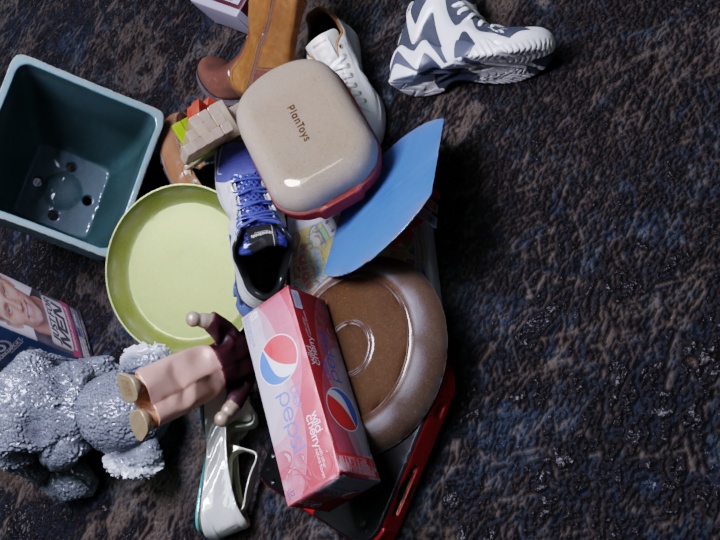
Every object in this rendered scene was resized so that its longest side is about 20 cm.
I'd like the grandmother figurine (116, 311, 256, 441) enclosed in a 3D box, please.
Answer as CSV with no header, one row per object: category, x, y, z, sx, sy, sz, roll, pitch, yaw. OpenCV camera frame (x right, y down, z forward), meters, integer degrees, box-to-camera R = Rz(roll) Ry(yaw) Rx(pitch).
grandmother figurine,-0.155,0.100,1.043,0.060,0.198,0.123,4,109,51

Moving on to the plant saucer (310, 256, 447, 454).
plant saucer,-0.004,0.080,0.980,0.198,0.032,0.204,-14,66,33

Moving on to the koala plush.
koala plush,-0.303,0.167,1.131,0.197,0.184,0.180,-1,68,21

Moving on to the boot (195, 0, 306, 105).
boot,-0.137,-0.289,1.196,0.188,0.068,0.203,41,137,40

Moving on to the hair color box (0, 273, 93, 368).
hair color box,-0.430,0.068,1.229,0.060,0.199,0.101,-39,53,13

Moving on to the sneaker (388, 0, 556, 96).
sneaker,0.121,-0.271,1.074,0.197,0.079,0.132,-6,74,44

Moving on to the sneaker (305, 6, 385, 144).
sneaker,-0.030,-0.223,1.158,0.072,0.084,0.202,-29,57,19

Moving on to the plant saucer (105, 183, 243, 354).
plant saucer,-0.205,0.000,1.167,0.196,0.031,0.204,0,90,13

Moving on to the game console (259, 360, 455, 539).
game console,-0.005,0.157,0.993,0.175,0.031,0.203,22,89,41

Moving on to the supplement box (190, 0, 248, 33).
supplement box,-0.134,-0.425,1.335,0.108,0.061,0.202,28,88,39

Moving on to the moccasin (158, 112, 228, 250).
moccasin,-0.200,-0.117,1.235,0.077,0.074,0.204,-31,56,17

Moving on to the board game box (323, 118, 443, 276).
board game box,0.036,-0.063,1.016,0.157,0.039,0.202,-37,25,34

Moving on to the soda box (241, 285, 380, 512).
soda box,-0.051,0.121,0.941,0.070,0.063,0.202,-34,56,24

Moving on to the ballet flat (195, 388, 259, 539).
ballet flat,-0.140,0.186,1.070,0.068,0.069,0.204,-14,66,29

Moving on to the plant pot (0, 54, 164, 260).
plant pot,-0.383,-0.124,1.281,0.200,0.193,0.200,154,135,-71

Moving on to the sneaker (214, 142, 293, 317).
sneaker,-0.109,-0.049,1.079,0.079,0.115,0.203,-7,79,-13

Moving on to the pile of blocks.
pile of blocks,-0.178,-0.165,1.148,0.081,0.200,0.063,-32,92,8

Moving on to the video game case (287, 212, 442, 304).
video game case,0.000,0.000,1.075,0.180,0.023,0.203,-20,59,27

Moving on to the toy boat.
toy boat,-0.051,-0.133,1.095,0.129,0.131,0.202,-28,59,0
